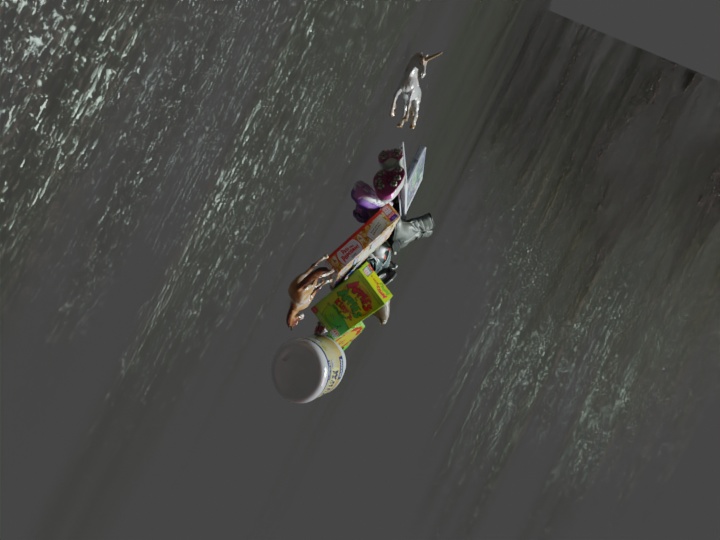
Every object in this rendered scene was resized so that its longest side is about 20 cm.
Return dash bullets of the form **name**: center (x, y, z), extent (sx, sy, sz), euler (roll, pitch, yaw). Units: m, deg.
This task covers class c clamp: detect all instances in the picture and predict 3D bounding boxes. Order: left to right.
- **c clamp**: center (0.045, 0.042, 1.822), extent (0.198, 0.027, 0.171), euler (-37, -164, -6)

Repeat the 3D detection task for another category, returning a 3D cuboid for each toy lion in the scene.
- **toy lion**: center (-0.070, 0.202, 1.579), extent (0.190, 0.069, 0.201), euler (-35, 164, -7)

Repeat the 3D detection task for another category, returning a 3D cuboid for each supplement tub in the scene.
- **supplement tub**: center (-0.119, 0.232, 1.390), extent (0.147, 0.142, 0.200), euler (-64, 165, 5)

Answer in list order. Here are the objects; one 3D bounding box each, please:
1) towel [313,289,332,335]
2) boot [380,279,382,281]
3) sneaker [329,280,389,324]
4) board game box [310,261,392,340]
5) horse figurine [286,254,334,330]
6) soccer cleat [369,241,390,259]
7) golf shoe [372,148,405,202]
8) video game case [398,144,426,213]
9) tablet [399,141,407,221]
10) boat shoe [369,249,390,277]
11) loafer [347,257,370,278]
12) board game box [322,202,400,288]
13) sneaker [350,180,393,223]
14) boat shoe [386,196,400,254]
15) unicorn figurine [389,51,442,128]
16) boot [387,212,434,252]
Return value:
- **towel**: center (-0.067, 0.093, 1.632), extent (0.204, 0.029, 0.146), euler (-66, 168, 9)
- **boot**: center (0.020, 0.059, 1.614), extent (0.200, 0.077, 0.168), euler (-46, 178, 39)
- **sneaker**: center (-0.007, 0.083, 1.475), extent (0.069, 0.197, 0.078), euler (-18, 115, -41)
- **board game box**: center (-0.025, 0.078, 1.403), extent (0.199, 0.102, 0.048), euler (-38, -179, 37)
- **horse figurine**: center (-0.113, 0.041, 1.227), extent (0.132, 0.050, 0.201), euler (-40, 168, -22)
- **soccer cleat**: center (0.035, -0.075, 1.651), extent (0.070, 0.076, 0.200), euler (-60, -172, 0)
- **golf shoe**: center (0.073, -0.204, 1.339), extent (0.202, 0.073, 0.093), euler (-77, 162, -51)
- **video game case**: center (0.147, -0.247, 1.718), extent (0.201, 0.023, 0.185), euler (80, 34, -72)
- **tablet**: center (0.109, -0.223, 1.493), extent (0.201, 0.013, 0.134), euler (84, 3, -65)
- **boat shoe**: center (0.040, -0.013, 1.780), extent (0.201, 0.072, 0.062), euler (-51, 168, -30)
- **loafer**: center (0.000, 0.000, 1.514), extent (0.201, 0.061, 0.074), euler (-85, -170, -67)
- **board game box**: center (0.000, -0.056, 1.361), extent (0.199, 0.046, 0.152), euler (-42, 174, -16)
- **sneaker**: center (0.015, -0.152, 1.367), extent (0.089, 0.081, 0.200), euler (-48, 169, 12)
- **boat shoe**: center (0.091, -0.129, 1.602), extent (0.062, 0.074, 0.204), euler (-25, 133, -10)
- **unicorn figurine**: center (0.113, -0.400, 1.289), extent (0.200, 0.072, 0.141), euler (-121, -132, -87)
- **boot**: center (0.129, -0.123, 1.498), extent (0.128, 0.069, 0.201), euler (-24, 162, -3)
